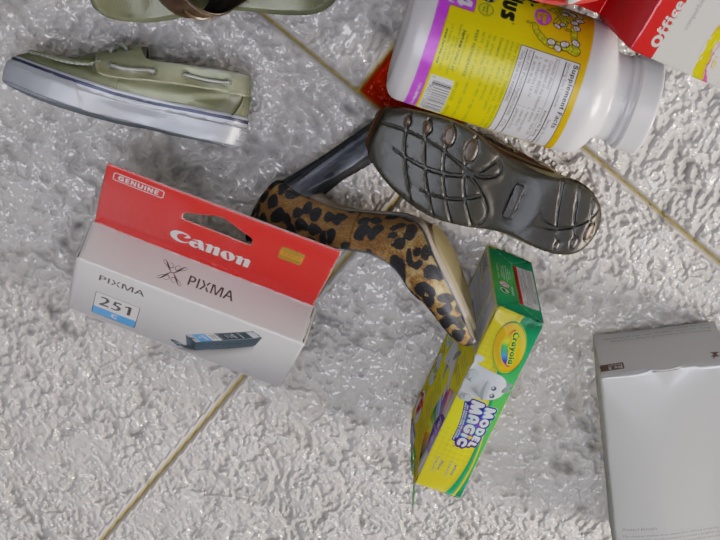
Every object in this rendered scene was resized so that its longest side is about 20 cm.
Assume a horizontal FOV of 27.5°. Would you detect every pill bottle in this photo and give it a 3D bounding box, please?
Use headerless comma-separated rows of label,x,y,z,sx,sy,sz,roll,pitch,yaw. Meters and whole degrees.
pill bottle,0.125,-0.153,1.118,0.197,0.105,0.105,17,114,-5

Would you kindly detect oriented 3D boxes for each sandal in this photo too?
sandal,-0.113,-0.227,1.125,0.198,0.057,0.081,-2,114,4

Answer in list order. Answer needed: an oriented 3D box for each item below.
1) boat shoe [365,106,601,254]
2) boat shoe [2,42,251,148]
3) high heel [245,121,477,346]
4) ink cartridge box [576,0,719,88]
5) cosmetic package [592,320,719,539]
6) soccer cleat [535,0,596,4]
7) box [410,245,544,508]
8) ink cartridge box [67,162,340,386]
boat shoe,0.094,-0.072,1.170,0.198,0.074,0.076,25,104,-14
boat shoe,-0.182,-0.148,1.169,0.197,0.072,0.063,13,90,-6
high heel,0.000,0.000,1.184,0.142,0.071,0.202,-33,76,12
ink cartridge box,0.258,-0.204,1.076,0.198,0.067,0.117,17,116,-25
cosmetic package,0.262,0.153,1.260,0.111,0.081,0.203,-5,113,5
soccer cleat,0.096,-0.244,1.073,0.197,0.085,0.069,16,115,13
box,0.089,0.095,1.224,0.048,0.118,0.202,21,114,-9
ink cartridge box,-0.132,0.009,1.193,0.198,0.045,0.177,21,148,-5
